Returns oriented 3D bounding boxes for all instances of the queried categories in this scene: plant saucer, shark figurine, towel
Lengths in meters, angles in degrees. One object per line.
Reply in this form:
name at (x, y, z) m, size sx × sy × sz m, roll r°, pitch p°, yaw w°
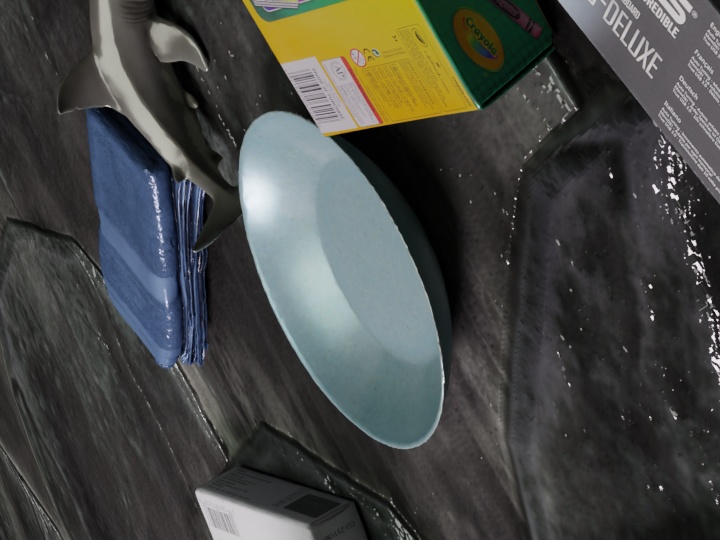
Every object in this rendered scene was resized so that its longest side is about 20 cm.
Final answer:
plant saucer at (0.000, 0.000, 0.948) m, size 0.201 × 0.039 × 0.201 m, roll 45°, pitch 150°, yaw 36°
shark figurine at (-0.140, -0.102, 1.077) m, size 0.215 × 0.089 × 0.128 m, roll 64°, pitch 157°, yaw 6°
towel at (-0.146, -0.030, 1.198) m, size 0.112 × 0.048 × 0.200 m, roll 47°, pitch 150°, yaw 34°

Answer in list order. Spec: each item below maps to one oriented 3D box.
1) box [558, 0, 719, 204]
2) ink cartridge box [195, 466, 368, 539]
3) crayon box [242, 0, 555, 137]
box at (0.147, -0.073, 0.449) m, size 0.200 × 0.157 × 0.050 m, roll 56°, pitch 154°, yaw 20°
ink cartridge box at (-0.037, 0.239, 1.236) m, size 0.200 × 0.043 × 0.174 m, roll 3°, pitch 116°, yaw 62°
crayon box at (-0.014, -0.159, 0.738) m, size 0.119 × 0.058 × 0.200 m, roll -3°, pitch 123°, yaw 55°
